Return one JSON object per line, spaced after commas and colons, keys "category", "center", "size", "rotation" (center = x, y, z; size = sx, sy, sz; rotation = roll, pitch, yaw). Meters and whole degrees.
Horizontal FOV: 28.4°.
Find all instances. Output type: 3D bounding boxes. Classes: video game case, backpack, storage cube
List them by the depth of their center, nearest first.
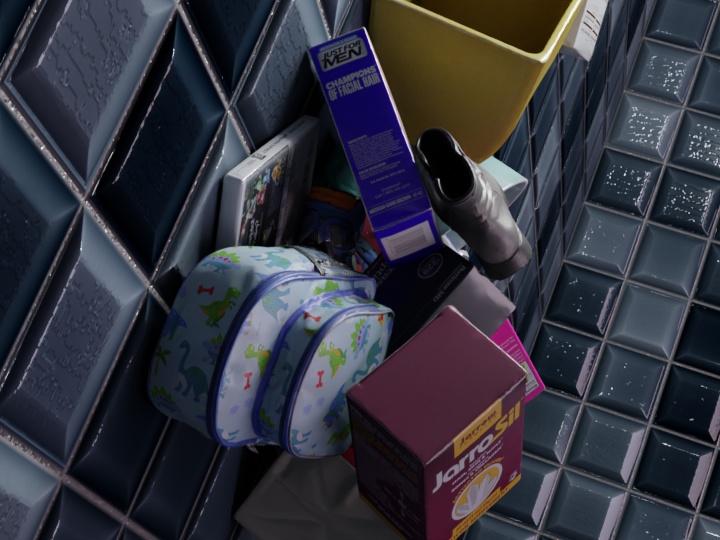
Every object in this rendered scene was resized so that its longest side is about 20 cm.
{"category": "backpack", "center": [-0.073, 0.071, 1.238], "size": [0.199, 0.146, 0.184], "rotation": [6, 107, -56]}
{"category": "video game case", "center": [-0.094, -0.028, 1.346], "size": [0.182, 0.023, 0.202], "rotation": [-48, 152, -59]}
{"category": "storage cube", "center": [-0.002, 0.232, 1.575], "size": [0.200, 0.171, 0.180], "rotation": [-53, 174, 33]}

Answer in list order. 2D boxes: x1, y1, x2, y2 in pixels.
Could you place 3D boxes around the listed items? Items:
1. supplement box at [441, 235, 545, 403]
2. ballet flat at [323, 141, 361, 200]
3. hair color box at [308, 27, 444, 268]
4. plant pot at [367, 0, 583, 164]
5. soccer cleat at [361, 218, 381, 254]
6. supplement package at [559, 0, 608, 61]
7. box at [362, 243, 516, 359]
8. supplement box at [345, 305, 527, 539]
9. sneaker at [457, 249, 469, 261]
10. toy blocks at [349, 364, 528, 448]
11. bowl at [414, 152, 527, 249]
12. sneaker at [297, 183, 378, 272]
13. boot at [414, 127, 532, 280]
{"category": "supplement box", "center": [0.110, 0.076, 1.559], "size": [0.103, 0.101, 0.200], "rotation": [-35, 135, -4]}
{"category": "ballet flat", "center": [-0.002, -0.090, 1.554], "size": [0.070, 0.067, 0.200], "rotation": [-47, 163, 0]}
{"category": "hair color box", "center": [0.016, -0.116, 1.354], "size": [0.109, 0.064, 0.201], "rotation": [63, 6, -69]}
{"category": "plant pot", "center": [0.113, -0.233, 1.562], "size": [0.196, 0.193, 0.201], "rotation": [-57, 168, -46]}
{"category": "soccer cleat", "center": [0.000, 0.000, 1.581], "size": [0.077, 0.066, 0.201], "rotation": [-96, -176, -49]}
{"category": "supplement package", "center": [0.208, -0.379, 1.711], "size": [0.147, 0.190, 0.202], "rotation": [-5, 113, -73]}
{"category": "box", "center": [0.035, 0.066, 1.398], "size": [0.200, 0.141, 0.079], "rotation": [-49, 125, -1]}
{"category": "supplement box", "center": [0.070, 0.150, 1.276], "size": [0.131, 0.103, 0.201], "rotation": [-38, 150, -20]}
{"category": "sneaker", "center": [0.088, 0.054, 1.649], "size": [0.200, 0.077, 0.113], "rotation": [124, -47, -65]}
{"category": "toy blocks", "center": [0.061, 0.155, 1.447], "size": [0.100, 0.198, 0.138], "rotation": [70, 32, -51]}
{"category": "bowl", "center": [0.092, -0.084, 1.710], "size": [0.200, 0.105, 0.201], "rotation": [-36, 171, -7]}
{"category": "sneaker", "center": [-0.033, -0.011, 1.440], "size": [0.079, 0.075, 0.200], "rotation": [-62, 159, -20]}
{"category": "boot", "center": [0.091, -0.090, 1.351], "size": [0.070, 0.200, 0.132], "rotation": [-37, 127, 0]}
